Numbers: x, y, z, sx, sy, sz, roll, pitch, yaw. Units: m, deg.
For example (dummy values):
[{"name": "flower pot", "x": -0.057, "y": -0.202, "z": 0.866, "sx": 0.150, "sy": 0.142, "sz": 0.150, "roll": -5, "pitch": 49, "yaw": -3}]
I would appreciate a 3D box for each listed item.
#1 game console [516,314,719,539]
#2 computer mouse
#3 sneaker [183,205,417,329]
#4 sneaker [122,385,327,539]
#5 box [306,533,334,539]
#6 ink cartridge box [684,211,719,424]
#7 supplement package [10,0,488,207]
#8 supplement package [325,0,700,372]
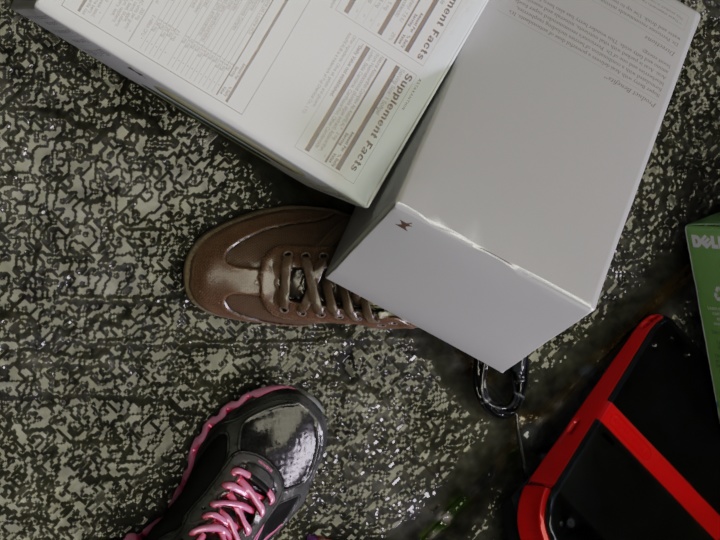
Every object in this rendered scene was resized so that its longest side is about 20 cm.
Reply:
[{"name": "game console", "x": 0.201, "y": 0.154, "z": 1.153, "sx": 0.200, "sy": 0.031, "sz": 0.177, "roll": 46, "pitch": 63, "yaw": -17}, {"name": "computer mouse", "x": 0.109, "y": 0.117, "z": 1.132, "sx": 0.059, "sy": 0.034, "sz": 0.200, "roll": -20, "pitch": 101, "yaw": -34}, {"name": "sneaker", "x": 0.000, "y": 0.000, "z": 1.072, "sx": 0.200, "sy": 0.076, "sz": 0.071, "roll": -1, "pitch": 98, "yaw": -16}, {"name": "sneaker", "x": -0.086, "y": 0.153, "z": 1.060, "sx": 0.079, "sy": 0.095, "sz": 0.200, "roll": 42, "pitch": 84, "yaw": -15}, {"name": "box", "x": 0.007, "y": 0.273, "z": 1.130, "sx": 0.137, "sy": 0.039, "sz": 0.200, "roll": 16, "pitch": 93, "yaw": -17}, {"name": "ink cartridge box", "x": 0.263, "y": 0.003, "z": 1.140, "sx": 0.104, "sy": 0.059, "sz": 0.200, "roll": -20, "pitch": 104, "yaw": -31}, {"name": "supplement package", "x": -0.060, "y": -0.153, "z": 0.995, "sx": 0.200, "sy": 0.152, "sz": 0.151, "roll": 30, "pitch": 89, "yaw": -17}, {"name": "supplement package", "x": 0.083, "y": -0.069, "z": 1.020, "sx": 0.121, "sy": 0.120, "sz": 0.200, "roll": 29, "pitch": 64, "yaw": -9}]
